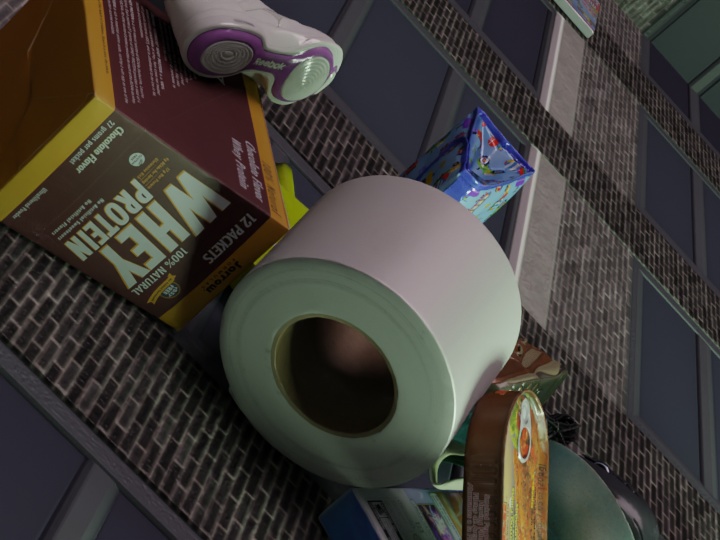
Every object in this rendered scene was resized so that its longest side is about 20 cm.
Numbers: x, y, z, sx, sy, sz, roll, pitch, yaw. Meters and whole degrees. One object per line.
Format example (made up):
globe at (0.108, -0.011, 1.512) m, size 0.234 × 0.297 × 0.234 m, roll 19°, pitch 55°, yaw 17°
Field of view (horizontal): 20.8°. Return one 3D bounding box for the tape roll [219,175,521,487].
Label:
tape roll at (0.009, 0.047, 1.517) m, size 0.203 × 0.202 × 0.139 m, roll 48°, pitch 39°, yaw -5°

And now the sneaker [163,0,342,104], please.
sneaker at (-0.085, -0.197, 1.593) m, size 0.199 × 0.075 × 0.100 m, roll 16°, pitch 39°, yaw -56°

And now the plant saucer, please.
plant saucer at (0.155, 0.240, 1.615) m, size 0.038 × 0.202 × 0.202 m, roll -16°, pitch 63°, yaw -30°

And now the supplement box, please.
supplement box at (-0.181, -0.100, 1.530) m, size 0.199 × 0.133 × 0.198 m, roll 34°, pitch 26°, yaw -34°

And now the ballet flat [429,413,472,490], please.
ballet flat at (0.058, 0.142, 1.619) m, size 0.067 × 0.199 × 0.071 m, roll 53°, pitch 54°, yaw -45°

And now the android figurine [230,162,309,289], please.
android figurine at (-0.086, -0.029, 1.696) m, size 0.182 × 0.041 × 0.201 m, roll 41°, pitch 31°, yaw -42°

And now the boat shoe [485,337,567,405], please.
boat shoe at (0.137, 0.106, 1.920) m, size 0.074 × 0.076 × 0.200 m, roll 45°, pitch 16°, yaw 15°

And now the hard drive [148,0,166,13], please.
hard drive at (-0.202, -0.229, 1.813) m, size 0.199 × 0.042 × 0.136 m, roll 24°, pitch 39°, yaw -49°

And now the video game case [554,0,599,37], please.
video game case at (0.354, -0.480, 3.362) m, size 0.143 × 0.017 × 0.200 m, roll 47°, pitch 22°, yaw -10°

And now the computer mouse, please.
computer mouse at (0.236, 0.216, 1.958) m, size 0.140 × 0.046 × 0.201 m, roll 13°, pitch 42°, yaw -59°

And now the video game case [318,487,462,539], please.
video game case at (0.073, 0.266, 1.554) m, size 0.181 × 0.045 × 0.201 m, roll 10°, pitch 45°, yaw -57°

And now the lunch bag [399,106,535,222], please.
lunch bag at (0.077, -0.061, 1.952) m, size 0.094 × 0.150 × 0.200 m, roll 48°, pitch 21°, yaw -4°

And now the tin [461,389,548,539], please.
tin at (0.110, 0.192, 1.499) m, size 0.112 × 0.041 × 0.202 m, roll 14°, pitch 77°, yaw -71°
